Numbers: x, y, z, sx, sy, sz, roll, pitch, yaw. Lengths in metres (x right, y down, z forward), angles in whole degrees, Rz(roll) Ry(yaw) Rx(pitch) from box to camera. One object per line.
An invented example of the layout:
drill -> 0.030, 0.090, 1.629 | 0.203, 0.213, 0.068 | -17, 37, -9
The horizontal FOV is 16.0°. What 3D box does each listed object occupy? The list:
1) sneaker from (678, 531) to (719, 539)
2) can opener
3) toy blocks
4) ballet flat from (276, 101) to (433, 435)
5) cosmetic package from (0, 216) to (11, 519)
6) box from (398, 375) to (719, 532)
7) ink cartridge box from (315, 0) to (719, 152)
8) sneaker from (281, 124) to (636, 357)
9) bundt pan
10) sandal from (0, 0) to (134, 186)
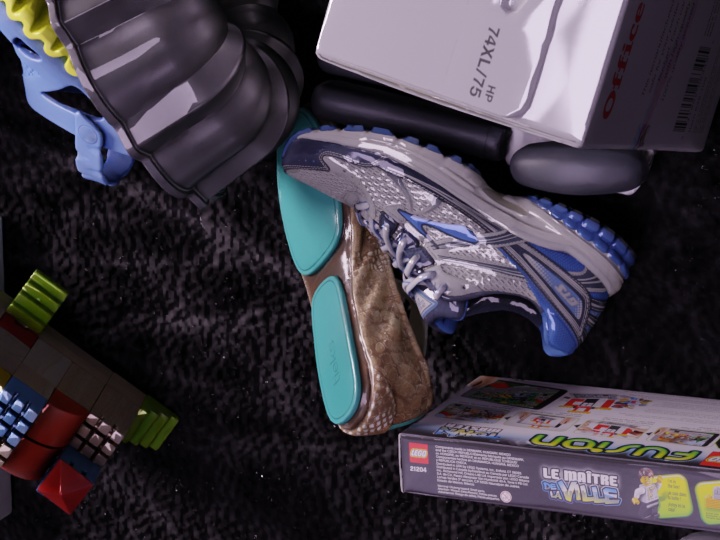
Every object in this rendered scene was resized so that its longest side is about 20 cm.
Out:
sneaker -> 0.236, 0.223, 1.372 | 0.200, 0.082, 0.074 | 41, 119, 12
can opener -> 0.063, -0.083, 1.380 | 0.199, 0.067, 0.054 | 14, 108, 16
toy blocks -> -0.211, 0.071, 1.499 | 0.199, 0.137, 0.100 | 36, 106, -6
ballet flat -> 0.000, 0.000, 1.433 | 0.070, 0.065, 0.201 | -38, 55, 51
cosmetic package -> -0.299, 0.057, 1.626 | 0.150, 0.052, 0.202 | 8, 108, 23
box -> 0.132, 0.097, 1.374 | 0.199, 0.110, 0.035 | 5, 107, 27
ink cartridge box -> 0.097, -0.148, 1.251 | 0.145, 0.200, 0.148 | 20, 99, 22
sneaker -> 0.043, -0.015, 1.370 | 0.199, 0.077, 0.086 | 23, 83, 6
bundt pan -> -0.097, -0.141, 1.382 | 0.075, 0.202, 0.203 | -27, 91, 16
sandal -> -0.171, -0.120, 1.479 | 0.200, 0.080, 0.087 | 49, 131, -7
